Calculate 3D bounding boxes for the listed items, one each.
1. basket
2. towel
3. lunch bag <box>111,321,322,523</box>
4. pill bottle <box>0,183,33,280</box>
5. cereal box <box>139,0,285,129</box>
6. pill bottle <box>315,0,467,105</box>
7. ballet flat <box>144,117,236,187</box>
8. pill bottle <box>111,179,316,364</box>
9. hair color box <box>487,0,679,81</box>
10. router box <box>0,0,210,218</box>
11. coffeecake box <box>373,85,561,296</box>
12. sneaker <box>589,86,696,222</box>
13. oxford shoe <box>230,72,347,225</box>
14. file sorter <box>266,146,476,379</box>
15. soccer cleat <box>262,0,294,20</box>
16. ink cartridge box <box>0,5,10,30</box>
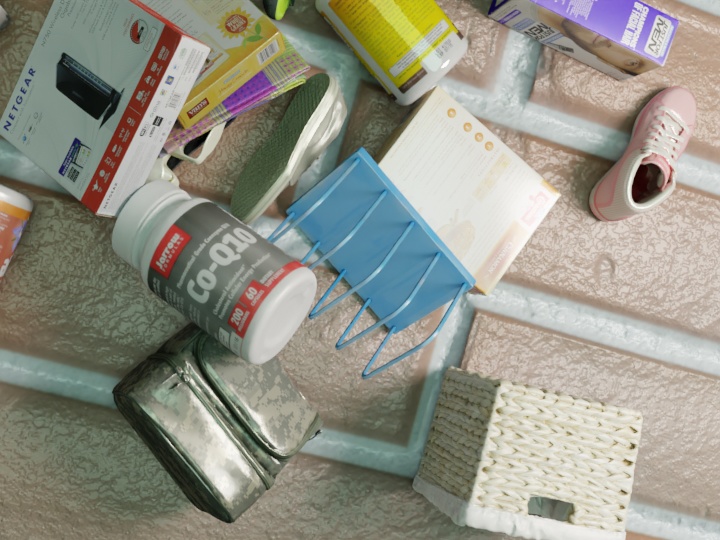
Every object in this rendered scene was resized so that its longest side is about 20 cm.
[{"bbox_3d":[0.189,0.213,1.090,0.196,0.200,0.163,14,87,-12],"label":"basket"},{"bbox_3d":[-0.172,-0.215,1.046,0.199,0.023,0.144,-32,65,-15],"label":"towel"},{"bbox_3d":[-0.154,0.150,1.051,0.168,0.139,0.201,-41,100,-25],"label":"lunch bag"},{"bbox_3d":[-0.434,-0.005,0.994,0.111,0.112,0.202,24,87,-12],"label":"pill bottle"},{"bbox_3d":[-0.196,-0.266,1.029,0.144,0.040,0.200,-39,67,-8],"label":"cereal box"},{"bbox_3d":[0.024,-0.297,1.086,0.109,0.109,0.200,-43,100,-8],"label":"pill bottle"},{"bbox_3d":[-0.213,-0.131,1.055,0.200,0.073,0.073,-45,100,-10],"label":"ballet flat"},{"bbox_3d":[-0.154,-0.003,0.981,0.199,0.114,0.114,34,84,15],"label":"pill bottle"},{"bbox_3d":[0.265,-0.302,1.138,0.198,0.109,0.066,21,87,-11],"label":"hair color box"},{"bbox_3d":[-0.271,-0.186,0.983,0.179,0.049,0.201,35,103,25],"label":"router box"},{"bbox_3d":[0.112,-0.092,1.128,0.199,0.073,0.154,39,83,-10],"label":"coffeecake box"},{"bbox_3d":[0.370,-0.146,1.167,0.075,0.105,0.201,38,83,-8],"label":"sneaker"},{"bbox_3d":[-0.078,-0.133,1.094,0.201,0.075,0.058,-56,137,-4],"label":"oxford shoe"},{"bbox_3d":[0.000,0.000,1.052,0.200,0.138,0.123,48,42,-9],"label":"file sorter"},{"bbox_3d":[-0.105,-0.388,1.085,0.080,0.068,0.203,4,89,4],"label":"soccer cleat"},{"bbox_3d":[-0.495,-0.264,0.988,0.200,0.084,0.146,-43,99,-7],"label":"ink cartridge box"}]
